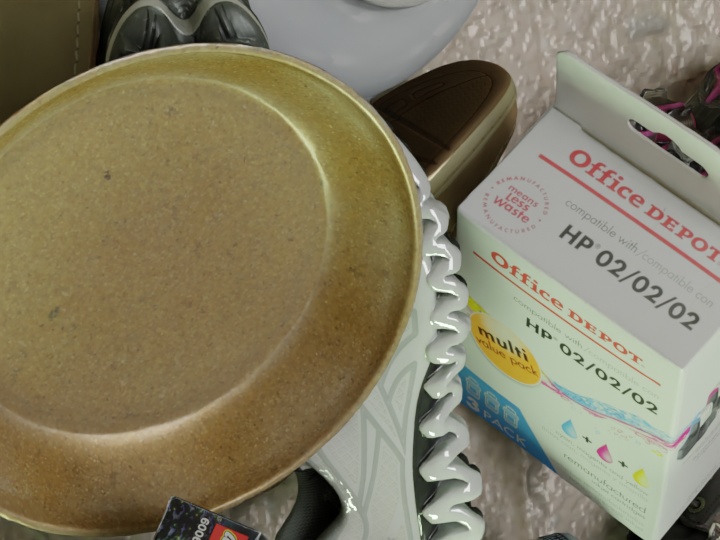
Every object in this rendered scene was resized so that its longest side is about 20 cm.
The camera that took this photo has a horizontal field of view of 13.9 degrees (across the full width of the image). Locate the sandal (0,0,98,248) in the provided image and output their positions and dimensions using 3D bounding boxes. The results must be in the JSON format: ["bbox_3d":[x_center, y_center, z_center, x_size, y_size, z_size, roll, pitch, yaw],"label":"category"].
[{"bbox_3d":[-0.124,-0.090,1.104,0.070,0.077,0.213,58,38,-69],"label":"sandal"}]

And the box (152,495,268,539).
[{"bbox_3d":[-0.063,0.173,1.124,0.200,0.038,0.137,60,53,-73],"label":"box"}]

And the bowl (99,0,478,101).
[{"bbox_3d":[-0.010,-0.153,1.167,0.200,0.090,0.202,-5,98,-37],"label":"bowl"}]

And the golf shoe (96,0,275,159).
[{"bbox_3d":[-0.071,-0.041,1.125,0.077,0.088,0.201,2,131,-14],"label":"golf shoe"}]

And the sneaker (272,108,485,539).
[{"bbox_3d":[-0.003,0.033,1.136,0.081,0.075,0.201,-14,113,-18],"label":"sneaker"}]

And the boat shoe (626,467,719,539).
[{"bbox_3d":[0.156,0.107,1.338,0.201,0.072,0.066,-34,105,-38],"label":"boat shoe"}]

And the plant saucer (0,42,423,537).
[{"bbox_3d":[-0.075,0.003,1.054,0.199,0.035,0.201,-13,125,-20],"label":"plant saucer"}]

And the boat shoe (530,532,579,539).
[{"bbox_3d":[0.071,0.213,1.280,0.068,0.074,0.200,-13,117,-21],"label":"boat shoe"}]

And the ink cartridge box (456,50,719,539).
[{"bbox_3d":[0.100,0.014,1.192,0.068,0.115,0.200,-46,159,-23],"label":"ink cartridge box"}]

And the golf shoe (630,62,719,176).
[{"bbox_3d":[0.161,-0.041,1.333,0.199,0.073,0.092,-15,137,-40],"label":"golf shoe"}]

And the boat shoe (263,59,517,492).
[{"bbox_3d":[0.000,0.000,1.210,0.200,0.071,0.065,-49,126,-10],"label":"boat shoe"}]
